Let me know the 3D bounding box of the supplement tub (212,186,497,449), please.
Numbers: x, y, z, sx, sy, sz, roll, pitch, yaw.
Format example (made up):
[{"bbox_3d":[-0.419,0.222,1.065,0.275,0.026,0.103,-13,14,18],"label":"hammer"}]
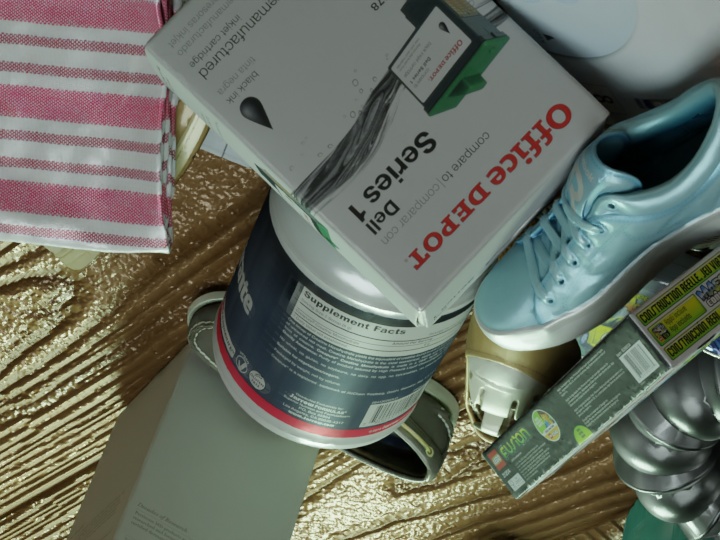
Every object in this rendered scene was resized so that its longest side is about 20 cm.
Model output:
[{"bbox_3d":[0.000,0.000,1.125,0.140,0.141,0.200,22,135,-5],"label":"supplement tub"}]

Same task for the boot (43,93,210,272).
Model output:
[{"bbox_3d":[-0.178,-0.096,1.101,0.155,0.073,0.200,35,136,-16],"label":"boot"}]

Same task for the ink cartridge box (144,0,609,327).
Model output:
[{"bbox_3d":[0.011,-0.090,0.978,0.200,0.146,0.084,43,176,6],"label":"ink cartridge box"}]

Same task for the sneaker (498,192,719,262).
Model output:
[{"bbox_3d":[0.174,-0.031,1.051,0.199,0.076,0.088,-33,130,9],"label":"sneaker"}]

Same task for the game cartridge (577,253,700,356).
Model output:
[{"bbox_3d":[0.183,0.043,1.188,0.199,0.041,0.133,22,131,-5],"label":"game cartridge"}]

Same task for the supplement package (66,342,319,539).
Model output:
[{"bbox_3d":[-0.121,0.172,1.286,0.119,0.201,0.121,33,134,-15],"label":"supplement package"}]

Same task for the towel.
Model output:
[{"bbox_3d":[-0.173,-0.111,1.043,0.145,0.030,0.201,4,100,12],"label":"towel"}]

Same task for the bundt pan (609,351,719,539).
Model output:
[{"bbox_3d":[0.243,0.100,1.148,0.201,0.076,0.203,8,134,9],"label":"bundt pan"}]

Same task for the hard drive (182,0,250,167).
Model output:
[{"bbox_3d":[-0.136,-0.147,1.105,0.199,0.027,0.132,23,136,-5],"label":"hard drive"}]

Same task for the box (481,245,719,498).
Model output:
[{"bbox_3d":[0.147,0.050,1.006,0.035,0.110,0.200,51,150,9],"label":"box"}]

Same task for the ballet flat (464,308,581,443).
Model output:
[{"bbox_3d":[0.091,0.065,1.105,0.068,0.063,0.200,20,167,10],"label":"ballet flat"}]

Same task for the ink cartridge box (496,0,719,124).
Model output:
[{"bbox_3d":[0.162,-0.124,0.918,0.199,0.047,0.160,14,156,41],"label":"ink cartridge box"}]

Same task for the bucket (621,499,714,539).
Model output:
[{"bbox_3d":[0.261,0.240,1.283,0.206,0.135,0.208,9,136,9],"label":"bucket"}]

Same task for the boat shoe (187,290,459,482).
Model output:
[{"bbox_3d":[-0.029,0.079,1.267,0.201,0.060,0.072,26,135,-9],"label":"boat shoe"}]

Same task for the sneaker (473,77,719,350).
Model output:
[{"bbox_3d":[0.124,-0.036,0.953,0.200,0.074,0.082,-38,132,23],"label":"sneaker"}]

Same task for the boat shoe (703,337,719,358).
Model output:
[{"bbox_3d":[0.275,-0.013,1.056,0.199,0.072,0.072,-27,101,21],"label":"boat shoe"}]
